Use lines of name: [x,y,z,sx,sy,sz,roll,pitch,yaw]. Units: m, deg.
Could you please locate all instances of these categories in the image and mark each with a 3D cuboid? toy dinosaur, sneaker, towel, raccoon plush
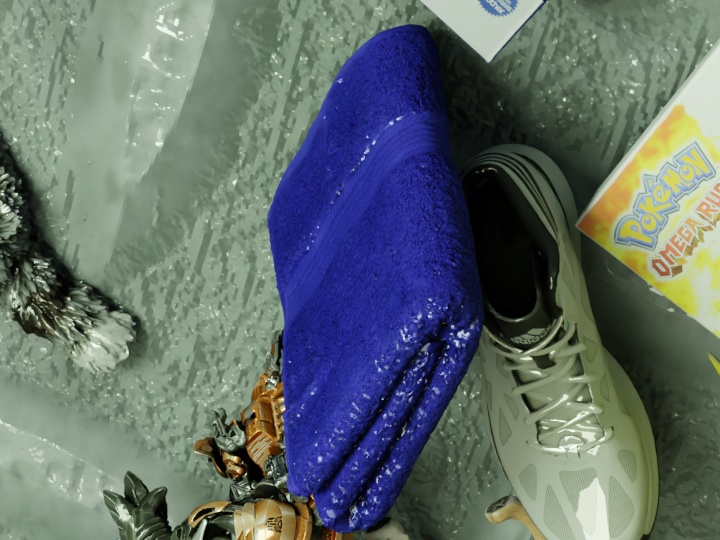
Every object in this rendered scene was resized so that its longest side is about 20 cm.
toy dinosaur: [-0.049,0.124,1.395,0.102,0.200,0.136,39,146,-25]
sneaker: [0.075,0.044,1.297,0.075,0.115,0.201,-16,91,14]
towel: [0.000,0.000,1.290,0.049,0.200,0.148,12,128,-18]
raccoon plush: [-0.210,-0.008,1.412,0.200,0.134,0.097,30,121,8]

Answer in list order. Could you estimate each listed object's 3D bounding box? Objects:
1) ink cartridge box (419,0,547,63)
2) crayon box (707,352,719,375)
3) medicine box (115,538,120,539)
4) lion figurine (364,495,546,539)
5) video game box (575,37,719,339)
ink cartridge box: [0.008,-0.185,1.258,0.200,0.094,0.044,42,123,0]
crayon box: [0.224,0.096,1.223,0.051,0.200,0.127,-33,110,-4]
medicine box: [-0.100,0.255,1.450,0.182,0.200,0.103,32,117,7]
lion figurine: [0.070,0.165,1.413,0.200,0.073,0.123,-24,106,28]
video game box: [0.222,-0.039,1.265,0.182,0.047,0.200,39,123,3]
